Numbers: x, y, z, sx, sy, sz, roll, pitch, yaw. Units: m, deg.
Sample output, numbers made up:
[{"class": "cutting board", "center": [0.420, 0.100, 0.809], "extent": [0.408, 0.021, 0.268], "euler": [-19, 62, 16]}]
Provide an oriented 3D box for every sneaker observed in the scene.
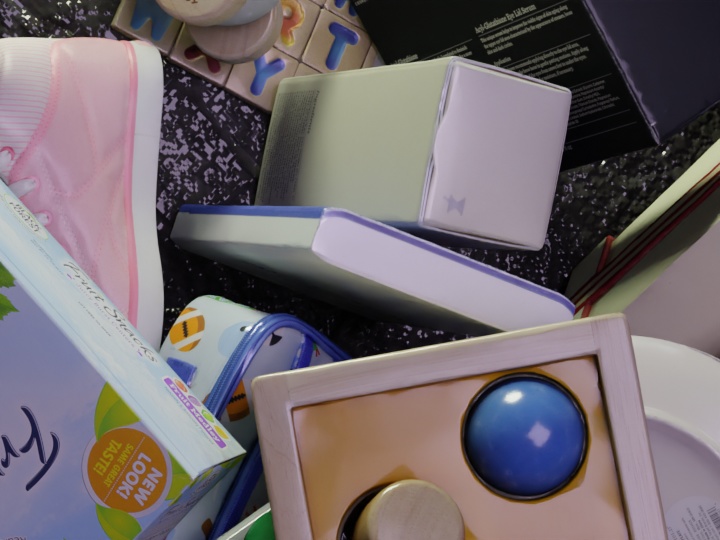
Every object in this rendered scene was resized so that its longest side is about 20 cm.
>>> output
[{"class": "sneaker", "center": [-0.152, -0.020, 1.073], "extent": [0.104, 0.075, 0.201], "euler": [7, 75, -27]}]

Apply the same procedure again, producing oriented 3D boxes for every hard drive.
[{"class": "hard drive", "center": [0.000, 0.000, 1.072], "extent": [0.132, 0.200, 0.025], "euler": [21, 84, -22]}]

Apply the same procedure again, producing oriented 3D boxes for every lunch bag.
[{"class": "lunch bag", "center": [-0.065, 0.121, 1.058], "extent": [0.160, 0.075, 0.200], "euler": [42, 69, -50]}]

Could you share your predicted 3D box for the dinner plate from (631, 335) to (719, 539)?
[{"class": "dinner plate", "center": [0.116, 0.129, 1.003], "extent": [0.200, 0.024, 0.201], "euler": [0, 89, 7]}]

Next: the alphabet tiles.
[{"class": "alphabet tiles", "center": [-0.016, -0.155, 1.193], "extent": [0.200, 0.008, 0.167], "euler": [28, 72, -20]}]

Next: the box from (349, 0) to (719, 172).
[{"class": "box", "center": [0.089, -0.125, 1.124], "extent": [0.079, 0.200, 0.141], "euler": [-36, 100, -24]}]

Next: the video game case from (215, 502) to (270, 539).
[{"class": "video game case", "center": [-0.050, 0.230, 0.974], "extent": [0.182, 0.022, 0.200], "euler": [-34, 92, -20]}]

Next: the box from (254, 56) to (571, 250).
[{"class": "box", "center": [0.020, -0.055, 1.086], "extent": [0.068, 0.200, 0.082], "euler": [12, 88, -25]}]

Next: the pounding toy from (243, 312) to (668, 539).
[{"class": "pounding toy", "center": [0.025, 0.126, 0.915], "extent": [0.200, 0.142, 0.185], "euler": [-10, 85, -3]}]

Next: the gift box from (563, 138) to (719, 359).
[{"class": "gift box", "center": [0.208, 0.053, 1.139], "extent": [0.200, 0.187, 0.185], "euler": [45, 25, -1]}]

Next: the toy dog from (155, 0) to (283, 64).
[{"class": "toy dog", "center": [-0.079, -0.202, 1.105], "extent": [0.096, 0.132, 0.200], "euler": [-28, 102, 4]}]

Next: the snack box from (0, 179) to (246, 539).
[{"class": "snack box", "center": [-0.178, 0.088, 0.965], "extent": [0.200, 0.068, 0.169], "euler": [-45, 82, 18]}]
